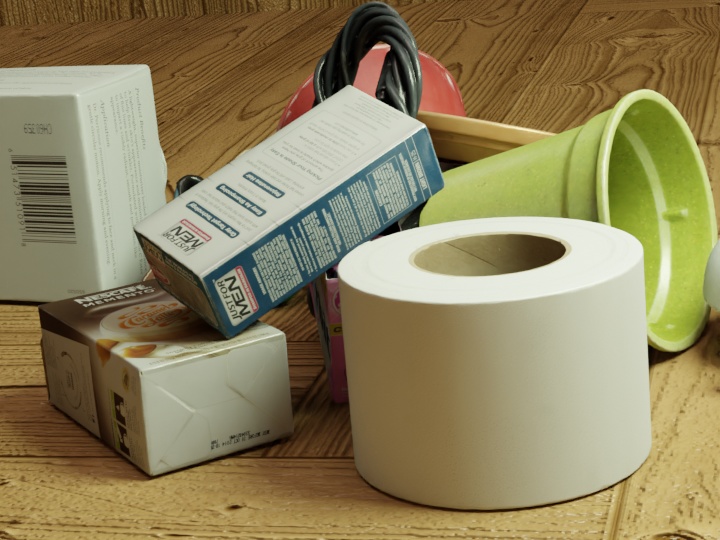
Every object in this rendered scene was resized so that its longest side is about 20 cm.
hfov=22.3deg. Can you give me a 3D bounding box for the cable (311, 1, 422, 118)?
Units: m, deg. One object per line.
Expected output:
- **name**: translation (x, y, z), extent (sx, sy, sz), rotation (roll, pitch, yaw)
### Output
- **cable**: translation (0.004, -0.130, 1.522), extent (0.051, 0.200, 0.163), rotation (8, -7, -21)

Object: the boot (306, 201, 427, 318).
- **boot**: translation (0.000, 0.000, 1.582), extent (0.200, 0.070, 0.132), rotation (-32, 13, -39)

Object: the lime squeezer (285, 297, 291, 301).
- **lime squeezer**: translation (-0.072, -0.018, 1.594), extent (0.200, 0.071, 0.038), rotation (-56, 18, -14)

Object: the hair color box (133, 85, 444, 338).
- **hair color box**: translation (-0.050, -0.045, 1.300), extent (0.200, 0.061, 0.100), rotation (-35, 38, -19)

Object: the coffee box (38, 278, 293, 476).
- **coffee box**: translation (-0.146, 0.071, 1.326), extent (0.114, 0.080, 0.200), rotation (-13, 18, -28)

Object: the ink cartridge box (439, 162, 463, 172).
- **ink cartridge box**: translation (0.120, -0.037, 1.597), extent (0.037, 0.095, 0.200), rotation (-14, 18, -36)

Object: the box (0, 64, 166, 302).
- **box**: translation (-0.297, -0.083, 1.698), extent (0.200, 0.199, 0.131), rotation (2, 17, 25)

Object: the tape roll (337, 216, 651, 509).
- **tape roll**: translation (0.089, 0.055, 1.205), extent (0.202, 0.139, 0.203), rotation (-4, 16, 1)

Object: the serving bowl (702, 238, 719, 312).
- **serving bowl**: translation (0.353, -0.015, 1.352), extent (0.200, 0.066, 0.200), rotation (-6, 15, 2)

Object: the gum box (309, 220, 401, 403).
- **gum box**: translation (-0.005, -0.008, 1.390), extent (0.066, 0.114, 0.200), rotation (-7, 36, -5)

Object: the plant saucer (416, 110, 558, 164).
- **plant saucer**: translation (0.117, -0.105, 1.572), extent (0.200, 0.038, 0.200), rotation (10, 2, 0)

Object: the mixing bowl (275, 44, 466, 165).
- **mixing bowl**: translation (0.028, -0.100, 1.721), extent (0.200, 0.200, 0.108), rotation (-11, 34, -19)

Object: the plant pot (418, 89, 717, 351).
- **plant pot**: translation (0.155, -0.026, 1.429), extent (0.184, 0.201, 0.200), rotation (-9, 11, 33)

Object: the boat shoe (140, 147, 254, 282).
- **boat shoe**: translation (-0.125, -0.035, 1.606), extent (0.072, 0.076, 0.200), rotation (24, 60, 41)

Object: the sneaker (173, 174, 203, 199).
- **sneaker**: translation (-0.127, -0.040, 1.693), extent (0.078, 0.090, 0.200), rotation (-15, 23, -32)
